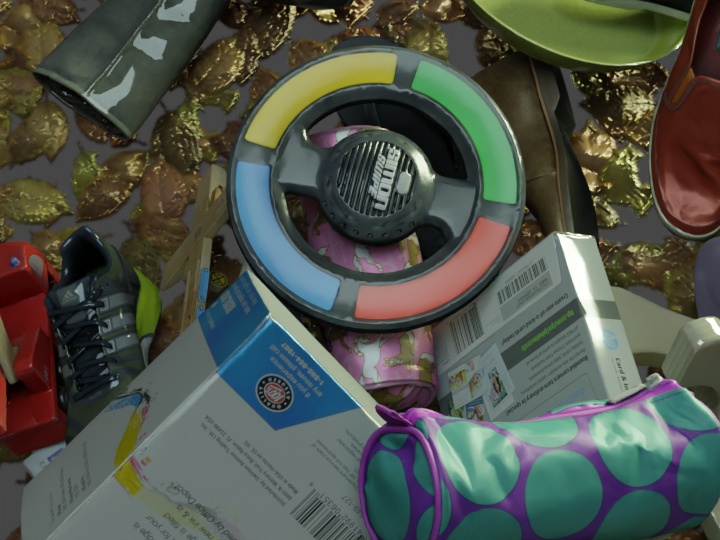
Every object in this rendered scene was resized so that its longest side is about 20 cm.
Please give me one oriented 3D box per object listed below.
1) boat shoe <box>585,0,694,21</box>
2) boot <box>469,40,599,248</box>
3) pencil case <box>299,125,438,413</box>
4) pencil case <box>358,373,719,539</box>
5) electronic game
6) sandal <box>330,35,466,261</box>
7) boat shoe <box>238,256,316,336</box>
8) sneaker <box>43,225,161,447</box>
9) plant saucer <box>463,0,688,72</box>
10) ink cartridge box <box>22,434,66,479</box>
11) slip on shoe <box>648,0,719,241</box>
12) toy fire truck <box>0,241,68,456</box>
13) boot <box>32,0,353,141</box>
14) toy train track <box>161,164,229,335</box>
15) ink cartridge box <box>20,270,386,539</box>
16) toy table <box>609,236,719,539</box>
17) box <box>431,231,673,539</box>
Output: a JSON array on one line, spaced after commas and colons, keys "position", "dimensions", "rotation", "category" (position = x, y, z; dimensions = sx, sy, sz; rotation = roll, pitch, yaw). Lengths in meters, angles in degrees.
[{"position": [0.239, -0.228, 1.327], "dimensions": [0.198, 0.066, 0.075], "rotation": [7, 49, -17], "category": "boat shoe"}, {"position": [0.122, -0.067, 1.302], "dimensions": [0.075, 0.074, 0.201], "rotation": [-17, 58, 12], "category": "boot"}, {"position": [0.000, 0.000, 1.254], "dimensions": [0.086, 0.083, 0.202], "rotation": [-7, 73, -1], "category": "pencil case"}, {"position": [0.101, 0.110, 1.011], "dimensions": [0.199, 0.085, 0.093], "rotation": [-6, 96, -29], "category": "pencil case"}, {"position": [0.010, -0.056, 1.207], "dimensions": [0.198, 0.042, 0.202], "rotation": [0, 71, -1], "category": "electronic game"}, {"position": [0.039, -0.095, 1.325], "dimensions": [0.076, 0.043, 0.201], "rotation": [-25, 67, -8], "category": "sandal"}, {"position": [-0.062, 0.058, 1.213], "dimensions": [0.059, 0.072, 0.201], "rotation": [11, 63, -2], "category": "boat shoe"}, {"position": [-0.179, 0.051, 1.217], "dimensions": [0.074, 0.081, 0.201], "rotation": [-26, 38, 10], "category": "sneaker"}, {"position": [0.147, -0.210, 1.341], "dimensions": [0.199, 0.031, 0.201], "rotation": [12, 46, -13], "category": "plant saucer"}, {"position": [-0.091, 0.146, 1.228], "dimensions": [0.200, 0.041, 0.200], "rotation": [-37, 69, -13], "category": "ink cartridge box"}, {"position": [0.247, -0.120, 1.282], "dimensions": [0.074, 0.061, 0.202], "rotation": [13, 97, 5], "category": "slip on shoe"}, {"position": [-0.241, 0.048, 1.207], "dimensions": [0.048, 0.141, 0.201], "rotation": [-19, 52, 9], "category": "toy fire truck"}, {"position": [-0.121, -0.180, 1.359], "dimensions": [0.181, 0.073, 0.200], "rotation": [24, 62, 28], "category": "boot"}, {"position": [-0.101, 0.012, 1.251], "dimensions": [0.032, 0.115, 0.201], "rotation": [22, 46, -21], "category": "toy train track"}, {"position": [-0.082, 0.130, 1.080], "dimensions": [0.200, 0.145, 0.147], "rotation": [-44, 105, 0], "category": "ink cartridge box"}, {"position": [0.232, 0.076, 1.177], "dimensions": [0.116, 0.185, 0.200], "rotation": [-14, 47, -20], "category": "toy table"}, {"position": [0.119, 0.100, 1.177], "dimensions": [0.041, 0.156, 0.201], "rotation": [5, 58, -35], "category": "box"}]
